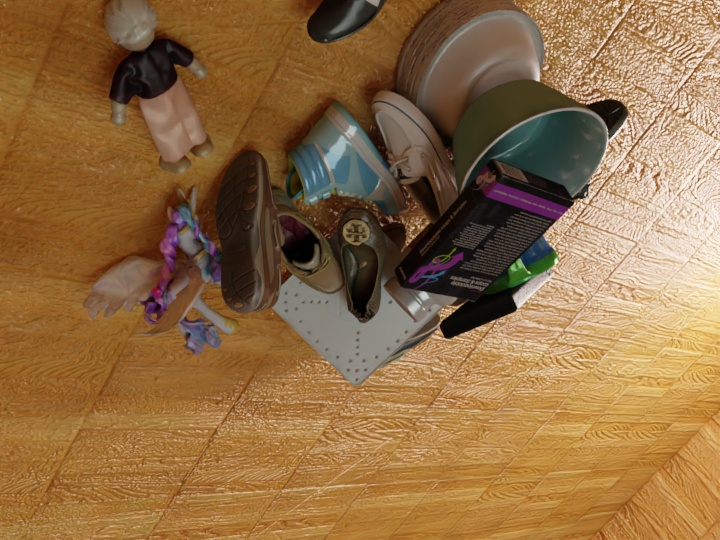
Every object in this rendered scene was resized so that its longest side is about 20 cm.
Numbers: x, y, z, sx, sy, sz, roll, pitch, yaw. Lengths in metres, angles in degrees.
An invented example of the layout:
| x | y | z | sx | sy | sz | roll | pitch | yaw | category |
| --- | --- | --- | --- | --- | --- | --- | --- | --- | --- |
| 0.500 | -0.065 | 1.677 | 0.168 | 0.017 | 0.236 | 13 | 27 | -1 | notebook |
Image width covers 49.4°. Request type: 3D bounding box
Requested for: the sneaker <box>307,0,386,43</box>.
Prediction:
| x | y | z | sx | sy | sz | roll | pitch | yaw | category |
| --- | --- | --- | --- | --- | --- | --- | --- | --- | --- |
| 0.006 | -0.338 | 0.853 | 0.200 | 0.074 | 0.089 | -45 | 142 | -4 | sneaker |

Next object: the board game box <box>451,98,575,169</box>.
| x | y | z | sx | sy | sz | roll | pitch | yaw | category |
| --- | --- | --- | --- | --- | --- | --- | --- | --- | --- |
| 0.206 | -0.171 | 1.137 | 0.198 | 0.037 | 0.151 | -27 | 178 | -10 | board game box |

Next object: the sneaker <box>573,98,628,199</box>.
| x | y | z | sx | sy | sz | roll | pitch | yaw | category |
| --- | --- | --- | --- | --- | --- | --- | --- | --- | --- |
| 0.358 | -0.187 | 1.272 | 0.200 | 0.077 | 0.114 | -47 | 142 | 19 | sneaker |

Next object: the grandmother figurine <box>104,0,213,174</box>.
| x | y | z | sx | sy | sz | roll | pitch | yaw | category |
| --- | --- | --- | --- | --- | --- | --- | --- | --- | --- |
| -0.221 | -0.199 | 0.838 | 0.122 | 0.060 | 0.202 | -49 | 147 | -30 | grandmother figurine |

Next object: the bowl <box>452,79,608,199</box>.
| x | y | z | sx | sy | sz | roll | pitch | yaw | category |
| --- | --- | --- | --- | --- | --- | --- | --- | --- | --- |
| 0.194 | -0.156 | 0.976 | 0.198 | 0.106 | 0.202 | -16 | 144 | -12 | bowl |

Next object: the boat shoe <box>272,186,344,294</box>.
| x | y | z | sx | sy | sz | roll | pitch | yaw | category |
| --- | --- | --- | --- | --- | --- | --- | --- | --- | --- |
| -0.079 | -0.025 | 1.081 | 0.074 | 0.067 | 0.200 | -38 | 129 | 4 | boat shoe |

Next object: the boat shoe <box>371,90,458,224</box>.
| x | y | z | sx | sy | sz | roll | pitch | yaw | category |
| --- | --- | --- | --- | --- | --- | --- | --- | --- | --- |
| 0.072 | -0.141 | 1.022 | 0.200 | 0.073 | 0.066 | 49 | 64 | -26 | boat shoe |

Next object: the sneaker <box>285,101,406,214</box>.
| x | y | z | sx | sy | sz | roll | pitch | yaw | category |
| --- | --- | --- | --- | --- | --- | --- | --- | --- | --- |
| -0.027 | -0.117 | 1.049 | 0.130 | 0.080 | 0.200 | -39 | 132 | 2 | sneaker |

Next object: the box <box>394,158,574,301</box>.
| x | y | z | sx | sy | sz | roll | pitch | yaw | category |
| --- | --- | --- | --- | --- | --- | --- | --- | --- | --- |
| 0.152 | -0.042 | 0.979 | 0.142 | 0.036 | 0.200 | 11 | 131 | -39 | box |

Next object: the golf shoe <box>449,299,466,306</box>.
| x | y | z | sx | sy | sz | roll | pitch | yaw | category |
| --- | --- | --- | --- | --- | --- | --- | --- | --- | --- |
| 0.132 | 0.021 | 1.315 | 0.199 | 0.076 | 0.092 | -33 | 139 | -5 | golf shoe |

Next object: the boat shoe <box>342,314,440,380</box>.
| x | y | z | sx | sy | sz | roll | pitch | yaw | category |
| --- | --- | --- | --- | --- | --- | --- | --- | --- | --- |
| 0.050 | 0.129 | 1.360 | 0.198 | 0.071 | 0.063 | -25 | 130 | -7 | boat shoe |

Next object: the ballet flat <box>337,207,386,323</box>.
| x | y | z | sx | sy | sz | roll | pitch | yaw | category |
| --- | --- | --- | --- | --- | --- | --- | --- | --- | --- |
| 0.000 | 0.000 | 1.093 | 0.066 | 0.047 | 0.202 | 9 | 134 | 11 | ballet flat |

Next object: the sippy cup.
| x | y | z | sx | sy | sz | roll | pitch | yaw | category |
| --- | --- | --- | --- | --- | --- | --- | --- | --- | --- |
| 0.231 | -0.048 | 1.253 | 0.138 | 0.132 | 0.177 | -26 | -178 | -23 | sippy cup |

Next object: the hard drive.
| x | y | z | sx | sy | sz | roll | pitch | yaw | category |
| --- | --- | --- | --- | --- | --- | --- | --- | --- | --- |
| 0.227 | 0.046 | 1.295 | 0.139 | 0.033 | 0.199 | -27 | -179 | 34 | hard drive |

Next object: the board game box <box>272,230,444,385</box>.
| x | y | z | sx | sy | sz | roll | pitch | yaw | category |
| --- | --- | --- | --- | --- | --- | --- | --- | --- | --- |
| -0.004 | 0.043 | 1.184 | 0.200 | 0.026 | 0.200 | -43 | 106 | 10 | board game box |

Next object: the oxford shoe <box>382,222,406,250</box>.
| x | y | z | sx | sy | sz | roll | pitch | yaw | category |
| --- | --- | --- | --- | --- | --- | --- | --- | --- | --- |
| 0.028 | 0.017 | 1.229 | 0.070 | 0.074 | 0.202 | 0 | 130 | -37 | oxford shoe |

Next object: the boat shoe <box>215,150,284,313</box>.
| x | y | z | sx | sy | sz | roll | pitch | yaw | category |
| --- | --- | --- | --- | --- | --- | --- | --- | --- | --- |
| -0.133 | -0.046 | 0.978 | 0.075 | 0.204 | 0.071 | -4 | 171 | 34 | boat shoe |

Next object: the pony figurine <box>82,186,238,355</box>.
| x | y | z | sx | sy | sz | roll | pitch | yaw | category |
| --- | --- | --- | --- | --- | --- | --- | --- | --- | --- |
| -0.228 | 0.019 | 1.000 | 0.194 | 0.165 | 0.201 | -58 | 145 | -25 | pony figurine |

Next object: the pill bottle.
| x | y | z | sx | sy | sz | roll | pitch | yaw | category |
| --- | --- | --- | --- | --- | --- | --- | --- | --- | --- |
| 0.127 | -0.023 | 1.115 | 0.200 | 0.104 | 0.104 | -45 | 142 | -3 | pill bottle |

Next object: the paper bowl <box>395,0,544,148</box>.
| x | y | z | sx | sy | sz | roll | pitch | yaw | category |
| --- | --- | --- | --- | --- | --- | --- | --- | --- | --- |
| 0.153 | -0.251 | 1.026 | 0.198 | 0.105 | 0.202 | -21 | 141 | -18 | paper bowl |
